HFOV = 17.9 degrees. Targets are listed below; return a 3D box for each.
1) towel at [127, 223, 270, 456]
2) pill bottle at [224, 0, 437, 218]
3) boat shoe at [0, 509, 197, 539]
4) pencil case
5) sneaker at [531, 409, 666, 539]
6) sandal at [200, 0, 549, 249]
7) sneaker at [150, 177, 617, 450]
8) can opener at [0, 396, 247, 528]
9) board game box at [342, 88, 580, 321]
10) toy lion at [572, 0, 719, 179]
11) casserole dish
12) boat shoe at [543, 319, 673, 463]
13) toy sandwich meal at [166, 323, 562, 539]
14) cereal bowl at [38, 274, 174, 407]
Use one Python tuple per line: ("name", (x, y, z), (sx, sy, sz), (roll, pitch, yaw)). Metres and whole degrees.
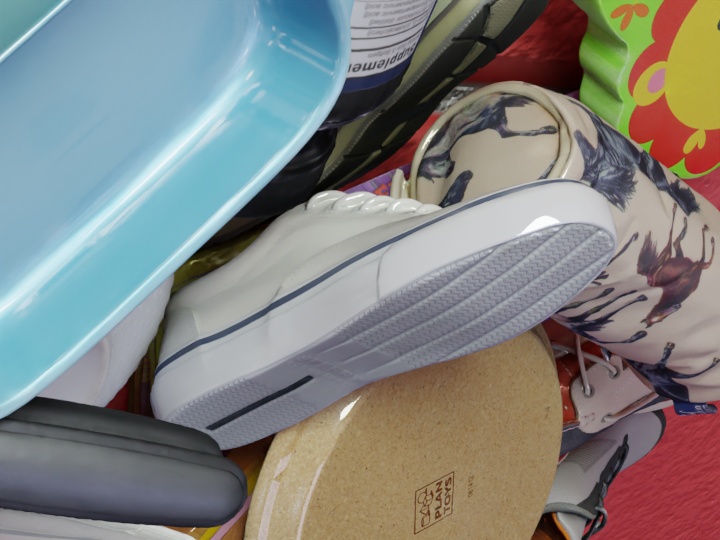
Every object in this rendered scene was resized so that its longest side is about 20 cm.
("towel", (-0.015, 0.014, 1.017), (0.200, 0.023, 0.144), (-23, 144, -22))
("pill bottle", (-0.022, -0.119, 0.763), (0.112, 0.112, 0.200), (-8, 138, -37))
("boat shoe", (-0.144, 0.119, 0.910), (0.069, 0.200, 0.072), (-21, 106, -63))
("pencil case", (0.099, -0.007, 0.946), (0.089, 0.078, 0.200), (-32, 141, 24))
("sneaker", (0.100, 0.114, 1.183), (0.200, 0.079, 0.074), (-21, 142, -47))
("sandal", (-0.008, -0.072, 0.881), (0.201, 0.057, 0.080), (-40, 172, 33))
("sneaker", (0.000, 0.000, 0.854), (0.200, 0.071, 0.073), (-23, 149, 24))
("can opener", (-0.129, 0.049, 0.709), (0.200, 0.063, 0.079), (17, 107, -18))
("board game box", (0.060, -0.014, 1.006), (0.200, 0.032, 0.120), (-24, 147, -30))
("toy lion", (0.149, -0.126, 0.936), (0.200, 0.069, 0.192), (10, 117, -48))
("casserole dish", (-0.084, -0.041, 0.671), (0.200, 0.039, 0.121), (-45, 146, -14))
("boat shoe", (0.113, 0.048, 1.128), (0.200, 0.071, 0.063), (-15, 156, -40))
("toy sandwich meal", (0.004, 0.090, 0.976), (0.205, 0.070, 0.205), (-25, 127, -37))
("cereal bowl", (-0.152, 0.021, 0.841), (0.200, 0.083, 0.200), (-25, 146, -18))
